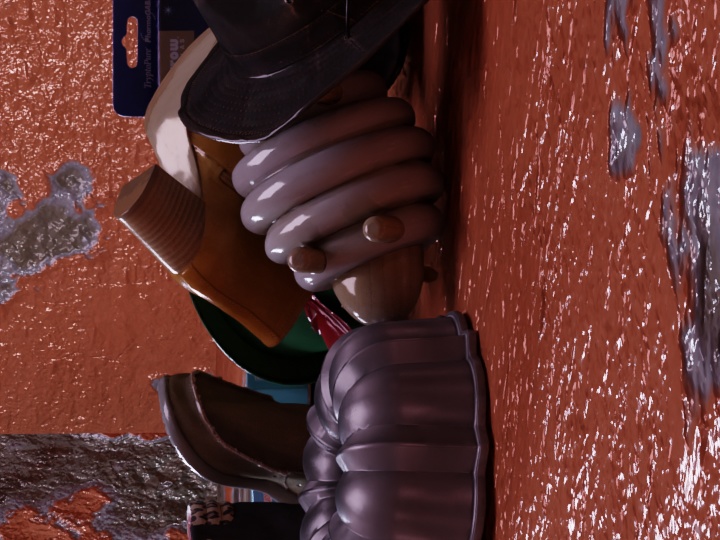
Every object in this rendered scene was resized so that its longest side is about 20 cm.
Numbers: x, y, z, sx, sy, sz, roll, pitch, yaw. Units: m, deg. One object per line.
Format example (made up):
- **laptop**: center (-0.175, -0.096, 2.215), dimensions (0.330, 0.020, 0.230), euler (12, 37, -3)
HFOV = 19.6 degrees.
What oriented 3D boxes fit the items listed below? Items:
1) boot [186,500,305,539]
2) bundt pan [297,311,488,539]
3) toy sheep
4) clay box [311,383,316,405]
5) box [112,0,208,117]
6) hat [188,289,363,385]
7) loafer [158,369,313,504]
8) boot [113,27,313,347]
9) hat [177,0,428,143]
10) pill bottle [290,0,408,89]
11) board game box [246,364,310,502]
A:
- **boot**: center (-0.033, 0.200, 1.321), dimensions (0.200, 0.150, 0.073), euler (-105, 17, -62)
- **bundt pan**: center (0.011, 0.120, 1.187), dimensions (0.202, 0.076, 0.202), euler (-175, 90, -80)
- **toy sheep**: center (-0.016, -0.059, 1.248), dimensions (0.138, 0.138, 0.200), euler (125, 126, -78)
- **clay box**: center (-0.013, 0.104, 1.590), dimensions (0.115, 0.048, 0.200), euler (98, 169, -50)
- **box**: center (-0.086, -0.174, 1.566), dimensions (0.032, 0.200, 0.121), euler (118, 151, -77)
- **hat**: center (0.000, 0.000, 1.372), dimensions (0.176, 0.166, 0.200), euler (-4, 122, 58)
- **loafer**: center (-0.057, 0.109, 1.400), dimensions (0.200, 0.070, 0.075), euler (30, -146, -46)
- **boot**: center (-0.071, -0.058, 1.335), dimensions (0.071, 0.144, 0.201), euler (-25, 35, 43)
- **hat**: center (-0.041, -0.168, 1.185), dimensions (0.081, 0.200, 0.201), euler (50, -163, -31)
- **pill bottle**: center (-0.027, -0.164, 1.441), dimensions (0.200, 0.112, 0.112), euler (-120, 31, -77)
- **board game box**: center (-0.061, 0.106, 1.565), dimensions (0.151, 0.047, 0.200), euler (-94, 3, -48)
